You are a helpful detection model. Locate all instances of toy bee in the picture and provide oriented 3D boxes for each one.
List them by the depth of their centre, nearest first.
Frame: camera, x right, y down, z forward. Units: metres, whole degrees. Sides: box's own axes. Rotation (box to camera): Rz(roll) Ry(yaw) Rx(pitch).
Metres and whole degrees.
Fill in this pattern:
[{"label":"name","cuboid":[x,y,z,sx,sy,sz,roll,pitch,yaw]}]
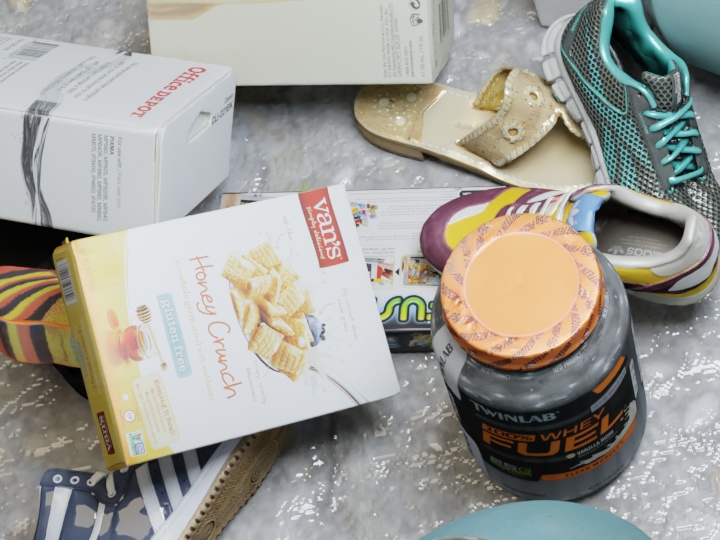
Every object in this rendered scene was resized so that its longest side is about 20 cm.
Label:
[{"label":"toy bee","cuboid":[-0.158,0.033,1.630,0.200,0.131,0.109,-20,31,22]}]

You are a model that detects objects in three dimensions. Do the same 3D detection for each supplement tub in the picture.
[{"label":"supplement tub","cuboid":[0.110,0.053,1.559,0.122,0.200,0.123,-5,62,10]}]

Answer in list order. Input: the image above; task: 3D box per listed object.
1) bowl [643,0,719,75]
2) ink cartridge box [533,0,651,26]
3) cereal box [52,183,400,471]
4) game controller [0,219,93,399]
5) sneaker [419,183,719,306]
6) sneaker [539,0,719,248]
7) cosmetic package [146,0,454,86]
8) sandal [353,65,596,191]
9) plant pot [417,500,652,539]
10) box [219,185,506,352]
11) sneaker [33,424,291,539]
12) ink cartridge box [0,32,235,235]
[{"label":"bowl","cuboid":[0.256,-0.210,1.688,0.105,0.201,0.201,1,61,34]},{"label":"ink cartridge box","cuboid":[0.174,-0.282,1.749,0.084,0.146,0.200,9,65,19]},{"label":"cereal box","cuboid":[-0.083,0.033,1.591,0.200,0.040,0.144,-14,87,-29]},{"label":"game controller","cuboid":[-0.199,0.000,1.748,0.104,0.042,0.200,-45,62,4]},{"label":"sneaker","cuboid":[0.130,-0.027,1.613,0.199,0.090,0.075,3,70,16]},{"label":"sneaker","cuboid":[0.190,-0.095,1.659,0.077,0.091,0.200,-26,78,-26]},{"label":"cosmetic package","cuboid":[-0.040,-0.174,1.754,0.199,0.071,0.105,0,19,10]},{"label":"sandal","cuboid":[0.093,-0.106,1.719,0.211,0.070,0.078,10,65,16]},{"label":"plant pot","cuboid":[0.119,0.216,1.497,0.200,0.201,0.135,26,36,22]},{"label":"box","cuboid":[0.000,0.000,1.703,0.199,0.035,0.110,-1,63,11]},{"label":"sneaker","cuboid":[-0.133,0.133,1.641,0.108,0.070,0.200,30,75,22]},{"label":"ink cartridge box","cuboid":[-0.199,-0.092,1.690,0.199,0.084,0.144,9,24,16]}]
